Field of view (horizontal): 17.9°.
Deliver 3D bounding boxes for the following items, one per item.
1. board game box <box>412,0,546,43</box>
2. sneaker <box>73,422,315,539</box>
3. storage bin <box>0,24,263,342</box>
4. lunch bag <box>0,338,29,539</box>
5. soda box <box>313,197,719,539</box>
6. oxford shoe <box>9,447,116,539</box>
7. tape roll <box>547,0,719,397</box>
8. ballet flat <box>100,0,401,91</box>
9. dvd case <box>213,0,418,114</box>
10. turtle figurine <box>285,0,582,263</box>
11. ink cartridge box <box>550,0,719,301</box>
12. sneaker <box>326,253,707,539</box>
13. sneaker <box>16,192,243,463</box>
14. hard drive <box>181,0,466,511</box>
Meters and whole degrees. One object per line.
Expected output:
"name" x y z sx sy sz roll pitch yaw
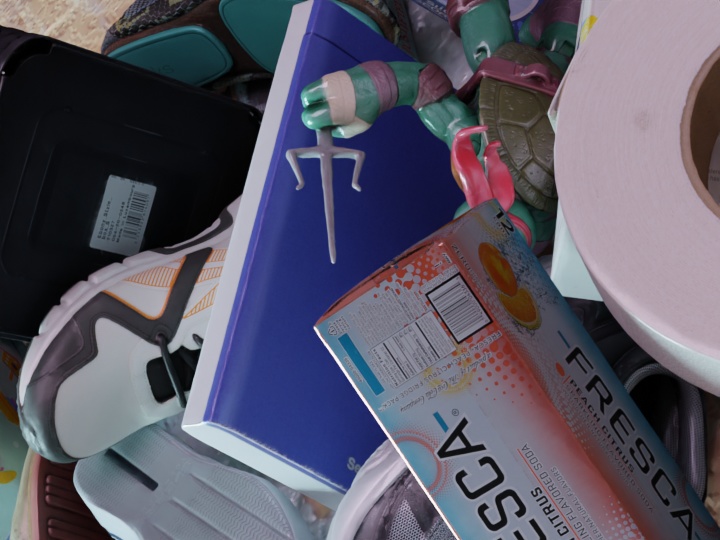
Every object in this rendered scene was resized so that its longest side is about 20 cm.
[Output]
"board game box" 0.018 -0.209 1.071 0.136 0.200 0.034 -62 10 -6
"sneaker" -0.058 0.125 1.015 0.073 0.071 0.200 -47 33 -4
"storage bin" -0.148 -0.038 1.092 0.094 0.200 0.135 17 91 36
"lunch bag" -0.253 0.051 1.188 0.122 0.170 0.200 -43 44 17
"soda box" 0.070 0.076 0.824 0.064 0.200 0.068 -33 1 26
"oxford shoe" -0.153 0.140 1.107 0.075 0.070 0.200 -26 46 39
"tape roll" 0.167 -0.045 0.799 0.202 0.037 0.203 -10 59 17
"ballet flat" -0.052 -0.133 1.161 0.200 0.074 0.074 -4 62 40
"dvd case" -0.059 -0.094 1.206 0.200 0.022 0.146 -36 43 24
"turtle figurine" 0.053 -0.056 0.972 0.101 0.150 0.200 -11 46 30
"ink cartridge box" 0.144 -0.084 0.911 0.117 0.067 0.200 8 63 3
"sneaker" 0.065 0.091 0.907 0.114 0.075 0.200 24 80 53
"sneaker" -0.068 0.024 1.048 0.200 0.074 0.080 -36 44 -21
"hard drive" 0.000 0.000 0.991 0.025 0.132 0.200 -11 57 45
